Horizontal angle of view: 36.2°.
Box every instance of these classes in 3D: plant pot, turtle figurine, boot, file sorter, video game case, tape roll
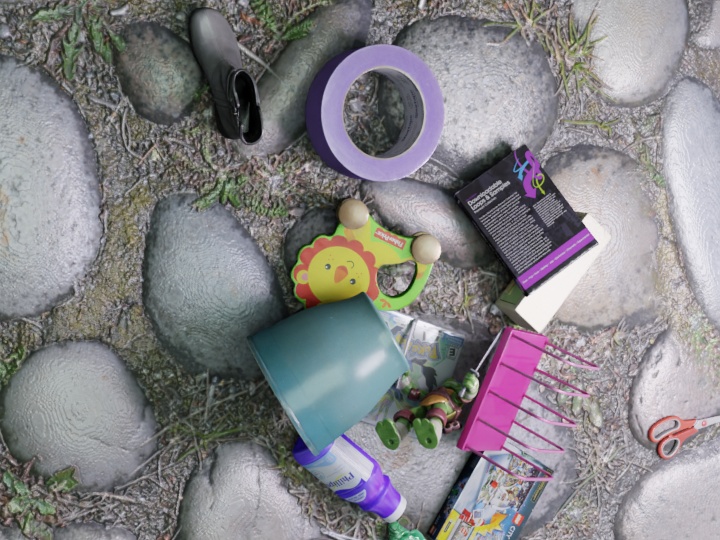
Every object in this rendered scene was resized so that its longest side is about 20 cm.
[{"bbox_3d":[-0.037,0.135,1.610,0.187,0.200,0.201,-31,106,-4],"label":"plant pot"},{"bbox_3d":[0.103,0.176,1.677,0.143,0.194,0.202,25,123,15],"label":"turtle figurine"},{"bbox_3d":[-0.181,-0.280,1.560,0.069,0.132,0.202,-22,103,-15],"label":"boot"},{"bbox_3d":[0.265,0.210,1.701,0.138,0.125,0.202,14,100,-55],"label":"file sorter"},{"bbox_3d":[0.052,0.159,1.754,0.198,0.022,0.184,20,90,-21],"label":"video game case"},{"bbox_3d":[0.022,-0.237,1.663,0.198,0.085,0.203,-3,98,-19],"label":"tape roll"}]

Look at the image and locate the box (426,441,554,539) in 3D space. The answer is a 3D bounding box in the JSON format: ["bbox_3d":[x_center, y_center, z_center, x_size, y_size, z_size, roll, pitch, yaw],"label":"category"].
[{"bbox_3d":[0.217,0.385,1.831,0.136,0.038,0.201,32,85,-20],"label":"box"}]

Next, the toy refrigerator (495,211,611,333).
[{"bbox_3d":[0.313,-0.002,1.800,0.070,0.076,0.201,40,83,-19],"label":"toy refrigerator"}]

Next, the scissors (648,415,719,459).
[{"bbox_3d":[0.602,0.270,1.967,0.198,0.014,0.074,-25,102,-14],"label":"scissors"}]

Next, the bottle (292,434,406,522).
[{"bbox_3d":[-0.012,0.318,1.718,0.200,0.083,0.066,43,41,-19],"label":"bottle"}]

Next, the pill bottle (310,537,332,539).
[{"bbox_3d":[-0.037,0.489,1.666,0.110,0.200,0.112,-2,97,-20],"label":"pill bottle"}]

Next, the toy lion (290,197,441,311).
[{"bbox_3d":[0.000,0.000,1.686,0.198,0.069,0.193,24,94,-8],"label":"toy lion"}]

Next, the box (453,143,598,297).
[{"bbox_3d":[0.262,-0.080,1.749,0.142,0.036,0.201,-35,84,-6],"label":"box"}]

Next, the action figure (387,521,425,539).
[{"bbox_3d":[0.092,0.496,1.792,0.117,0.055,0.202,-25,97,-14],"label":"action figure"}]
